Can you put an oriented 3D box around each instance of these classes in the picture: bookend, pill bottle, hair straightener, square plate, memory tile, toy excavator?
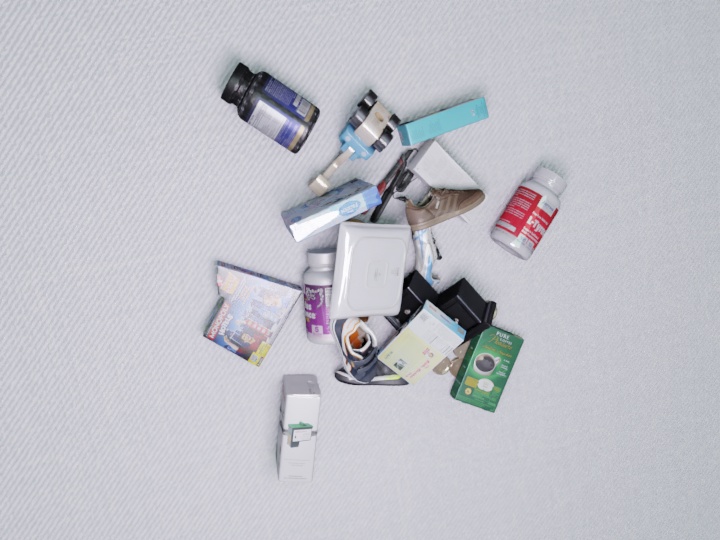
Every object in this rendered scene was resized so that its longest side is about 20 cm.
[{"bbox_3d":[0.171,0.079,1.469,0.199,0.093,0.199,46,126,-10],"label":"bookend"},{"bbox_3d":[-0.193,-0.349,1.368,0.197,0.112,0.113,32,92,-15],"label":"pill bottle"},{"bbox_3d":[0.081,-0.195,1.496,0.076,0.041,0.202,36,85,-27],"label":"hair straightener"},{"bbox_3d":[0.028,0.003,1.361,0.194,0.028,0.206,-1,103,-38],"label":"square plate"},{"bbox_3d":[0.257,0.168,1.599,0.149,0.017,0.206,8,98,-13],"label":"memory tile"},{"bbox_3d":[-0.022,-0.271,1.429,0.099,0.199,0.197,39,46,-14],"label":"toy excavator"},{"bbox_3d":[-0.076,0.056,1.459,0.109,0.112,0.206,-5,100,-11],"label":"pill bottle"},{"bbox_3d":[0.404,-0.138,1.529,0.111,0.112,0.203,31,92,-15],"label":"pill bottle"}]

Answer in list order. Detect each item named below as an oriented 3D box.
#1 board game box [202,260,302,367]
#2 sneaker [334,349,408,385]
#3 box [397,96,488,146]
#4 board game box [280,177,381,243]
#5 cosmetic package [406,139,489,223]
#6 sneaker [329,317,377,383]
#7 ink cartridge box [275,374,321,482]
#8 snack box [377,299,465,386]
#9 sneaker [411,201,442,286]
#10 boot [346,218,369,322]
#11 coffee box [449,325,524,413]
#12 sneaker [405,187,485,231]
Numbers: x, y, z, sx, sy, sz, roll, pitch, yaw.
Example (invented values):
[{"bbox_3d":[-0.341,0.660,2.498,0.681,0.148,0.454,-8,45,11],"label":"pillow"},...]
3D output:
[{"bbox_3d":[-0.264,0.078,1.449,0.197,0.062,0.203,31,92,-14],"label":"board game box"},{"bbox_3d":[0.031,0.234,1.546,0.194,0.072,0.085,3,78,-15],"label":"sneaker"},{"bbox_3d":[0.187,-0.340,1.465,0.195,0.082,0.050,-21,104,-7],"label":"box"},{"bbox_3d":[-0.069,-0.134,1.383,0.195,0.200,0.044,-25,106,-6],"label":"board game box"},{"bbox_3d":[0.204,-0.206,1.494,0.199,0.051,0.083,40,87,-24],"label":"cosmetic package"},{"bbox_3d":[-0.001,0.183,1.422,0.079,0.078,0.203,-46,128,-26],"label":"sneaker"},{"bbox_3d":[-0.145,0.358,1.478,0.082,0.146,0.206,4,98,-11],"label":"ink cartridge box"},{"bbox_3d":[0.135,0.169,1.456,0.115,0.037,0.201,37,127,-5],"label":"snack box"},{"bbox_3d":[0.155,-0.062,1.508,0.070,0.072,0.206,-4,107,3],"label":"sneaker"},{"bbox_3d":[0.000,0.000,1.419,0.072,0.157,0.202,-5,136,28],"label":"boot"},{"bbox_3d":[0.313,0.239,1.591,0.120,0.044,0.205,19,96,-15],"label":"coffee box"},{"bbox_3d":[0.191,-0.156,1.437,0.196,0.070,0.077,-25,103,-16],"label":"sneaker"}]
